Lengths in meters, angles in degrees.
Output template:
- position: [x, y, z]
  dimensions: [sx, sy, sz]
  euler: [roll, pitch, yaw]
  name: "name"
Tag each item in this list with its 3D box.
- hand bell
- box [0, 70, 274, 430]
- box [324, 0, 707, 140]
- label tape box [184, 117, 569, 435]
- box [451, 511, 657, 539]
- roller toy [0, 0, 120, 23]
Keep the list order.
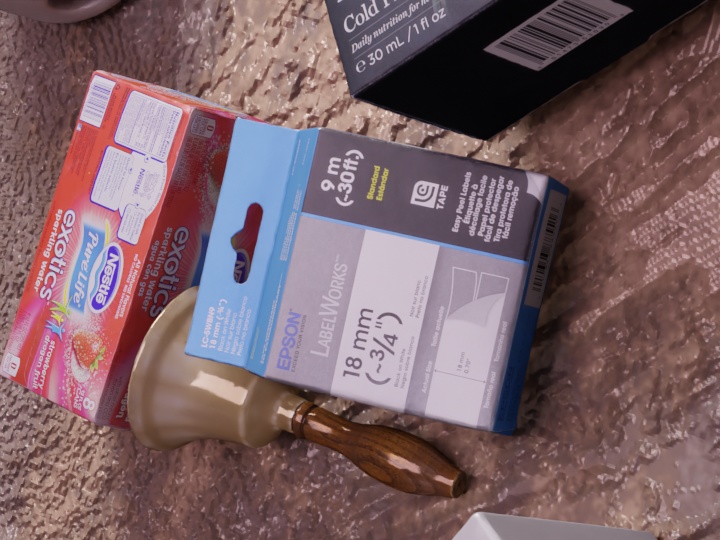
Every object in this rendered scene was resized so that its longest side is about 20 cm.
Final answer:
- position: [-0.024, 0.087, 1.619]
  dimensions: [0.200, 0.104, 0.104]
  euler: [20, 95, 29]
  name: "hand bell"
- position: [-0.129, -0.008, 1.706]
  dimensions: [0.100, 0.095, 0.200]
  euler: [22, 96, 43]
  name: "box"
- position: [0.078, -0.209, 1.517]
  dimensions: [0.200, 0.124, 0.197]
  euler: [-32, 60, 32]
  name: "box"
- position: [0.000, 0.000, 1.558]
  dimensions: [0.200, 0.063, 0.144]
  euler: [12, 90, 15]
  name: "label tape box"
- position: [0.074, 0.233, 1.440]
  dimensions: [0.200, 0.152, 0.106]
  euler: [-52, 53, 22]
  name: "box"
- position: [-0.215, -0.258, 1.802]
  dimensions: [0.200, 0.140, 0.183]
  euler: [5, 86, 42]
  name: "roller toy"
